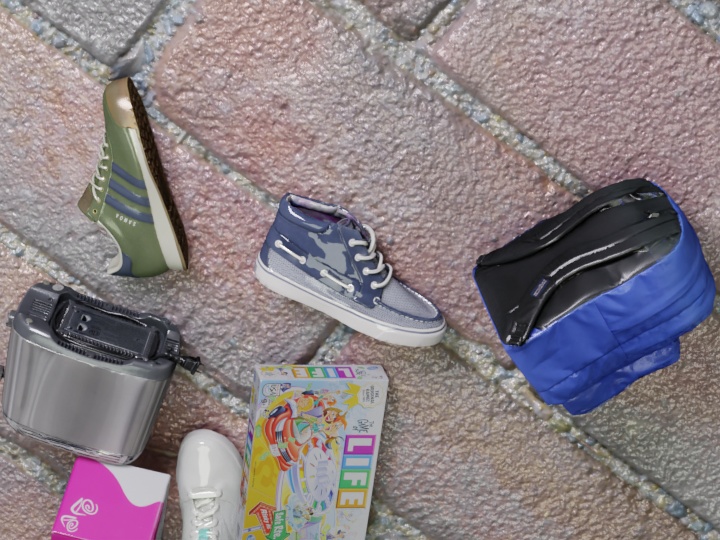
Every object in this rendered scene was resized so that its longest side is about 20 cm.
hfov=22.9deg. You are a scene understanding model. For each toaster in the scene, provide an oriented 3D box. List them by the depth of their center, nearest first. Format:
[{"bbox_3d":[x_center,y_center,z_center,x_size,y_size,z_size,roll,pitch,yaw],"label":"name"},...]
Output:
[{"bbox_3d":[-0.264,0.106,1.770,0.198,0.114,0.130,17,118,-6],"label":"toaster"}]

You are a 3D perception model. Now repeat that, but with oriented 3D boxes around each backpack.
[{"bbox_3d":[0.230,0.020,1.663,0.199,0.163,0.168,-34,128,9],"label":"backpack"}]

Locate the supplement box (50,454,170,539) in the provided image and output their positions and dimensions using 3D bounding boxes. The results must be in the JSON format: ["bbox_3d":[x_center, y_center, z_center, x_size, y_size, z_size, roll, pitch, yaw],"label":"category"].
[{"bbox_3d":[-0.259,0.293,1.816,0.102,0.102,0.201,15,137,-1],"label":"supplement box"}]

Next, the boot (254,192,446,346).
[{"bbox_3d":[0.000,0.000,1.717,0.198,0.073,0.091,20,119,-3],"label":"boot"}]

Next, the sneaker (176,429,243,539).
[{"bbox_3d":[-0.157,0.266,1.839,0.074,0.089,0.202,1,113,7],"label":"sneaker"}]

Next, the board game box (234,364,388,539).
[{"bbox_3d":[-0.051,0.192,1.805,0.133,0.034,0.202,0,115,-16],"label":"board game box"}]

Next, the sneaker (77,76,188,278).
[{"bbox_3d":[-0.233,-0.080,1.708,0.089,0.067,0.202,-13,115,5],"label":"sneaker"}]
